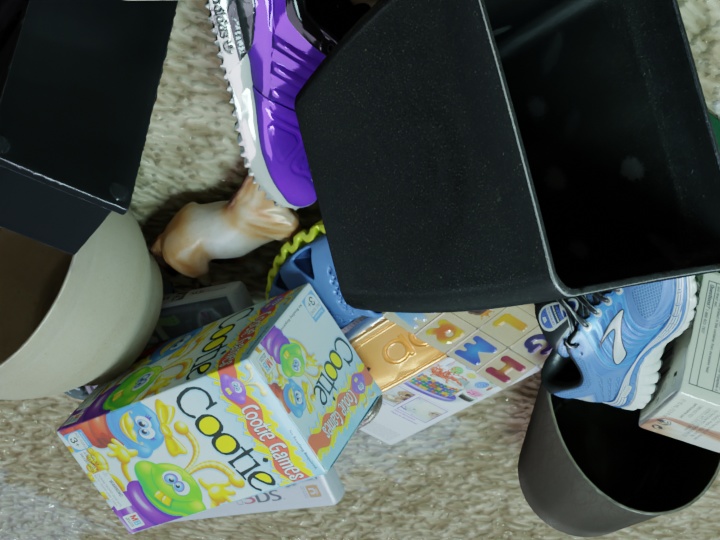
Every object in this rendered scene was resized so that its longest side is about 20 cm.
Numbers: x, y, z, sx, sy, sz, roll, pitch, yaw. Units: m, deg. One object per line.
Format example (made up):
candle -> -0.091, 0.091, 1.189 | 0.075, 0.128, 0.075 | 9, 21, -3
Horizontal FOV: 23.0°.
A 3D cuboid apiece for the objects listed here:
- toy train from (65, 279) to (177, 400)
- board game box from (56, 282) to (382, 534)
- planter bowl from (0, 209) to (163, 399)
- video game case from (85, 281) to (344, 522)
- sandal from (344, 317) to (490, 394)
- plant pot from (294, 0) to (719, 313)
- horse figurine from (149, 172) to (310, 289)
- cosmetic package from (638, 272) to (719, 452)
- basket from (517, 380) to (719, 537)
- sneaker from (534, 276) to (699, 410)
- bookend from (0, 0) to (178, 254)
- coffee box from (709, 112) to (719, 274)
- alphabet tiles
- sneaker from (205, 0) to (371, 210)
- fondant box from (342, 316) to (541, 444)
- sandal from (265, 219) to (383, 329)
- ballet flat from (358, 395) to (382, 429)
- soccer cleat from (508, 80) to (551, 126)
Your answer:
toy train -> -0.235, 0.047, 1.465 | 0.200, 0.085, 0.114 | 0, 136, 15
board game box -> -0.104, 0.103, 1.297 | 0.200, 0.105, 0.103 | -22, 109, 35
planter bowl -> -0.233, 0.010, 1.317 | 0.200, 0.200, 0.135 | -15, 152, 33
video game case -> -0.128, 0.109, 1.395 | 0.182, 0.023, 0.200 | -11, 115, 31
sandal -> 0.067, 0.042, 1.301 | 0.207, 0.059, 0.079 | -36, 118, 4
plant pot -> 0.080, -0.069, 1.034 | 0.177, 0.200, 0.200 | -19, 172, 42
horse figurine -> -0.089, -0.026, 1.339 | 0.200, 0.050, 0.133 | -18, 145, 31
cosmetic package -> 0.312, 0.086, 1.261 | 0.200, 0.103, 0.087 | 19, 156, -4
basket -> 0.197, 0.133, 1.413 | 0.136, 0.180, 0.200 | -8, 159, -9
sneaker -> 0.169, 0.026, 1.204 | 0.089, 0.079, 0.200 | -2, 136, -13
bookend -> -0.207, -0.093, 1.134 | 0.092, 0.199, 0.200 | 22, 146, -21
coffee box -> 0.233, -0.044, 1.226 | 0.200, 0.044, 0.123 | 31, 143, -29
alphabet tiles -> 0.118, 0.012, 1.239 | 0.166, 0.006, 0.200 | -39, 130, 25
sneaker -> -0.032, -0.125, 1.127 | 0.099, 0.070, 0.200 | -7, 127, 10
fondant box -> 0.031, 0.060, 1.426 | 0.144, 0.058, 0.200 | 29, 143, -25
sandal -> 0.000, 0.000, 1.276 | 0.079, 0.087, 0.200 | 15, 136, -33
ballet flat -> -0.061, 0.107, 1.428 | 0.200, 0.068, 0.067 | -1, 163, 28
soccer cleat -> 0.056, -0.111, 1.177 | 0.200, 0.065, 0.084 | 1, 115, 23
